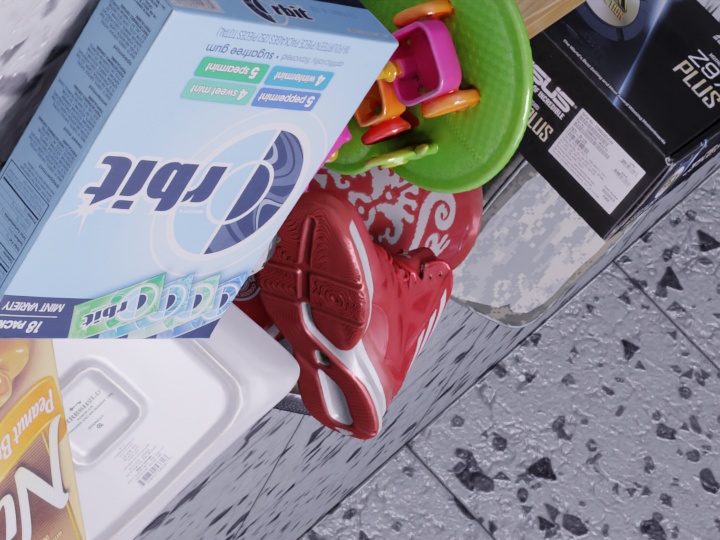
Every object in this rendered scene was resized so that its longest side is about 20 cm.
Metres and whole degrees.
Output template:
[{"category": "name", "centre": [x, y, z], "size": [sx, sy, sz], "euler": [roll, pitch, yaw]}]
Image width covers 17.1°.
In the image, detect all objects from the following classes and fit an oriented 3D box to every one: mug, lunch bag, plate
[{"category": "mug", "centre": [-0.037, -0.014, 1.584], "size": [0.200, 0.133, 0.178], "euler": [-27, 159, -51]}, {"category": "lunch bag", "centre": [0.115, -0.079, 1.861], "size": [0.139, 0.168, 0.200], "euler": [26, 114, -36]}, {"category": "plate", "centre": [-0.156, 0.075, 1.339], "size": [0.200, 0.200, 0.032], "euler": [-44, -146, 2]}]

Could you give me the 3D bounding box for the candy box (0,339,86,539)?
[{"category": "candy box", "centre": [-0.208, 0.104, 1.248], "size": [0.115, 0.055, 0.201], "euler": [-34, 127, -43]}]

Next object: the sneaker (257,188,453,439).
[{"category": "sneaker", "centre": [0.000, 0.000, 1.468], "size": [0.116, 0.078, 0.201], "euler": [-56, 156, -35]}]

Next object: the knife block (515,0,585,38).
[{"category": "knife block", "centre": [0.123, -0.196, 1.492], "size": [0.175, 0.064, 0.200], "euler": [-30, 176, -22]}]

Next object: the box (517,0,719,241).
[{"category": "box", "centre": [0.157, -0.142, 1.613], "size": [0.164, 0.200, 0.086], "euler": [-33, 166, -48]}]

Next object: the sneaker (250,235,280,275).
[{"category": "sneaker", "centre": [-0.129, -0.004, 1.438], "size": [0.090, 0.067, 0.200], "euler": [-7, 168, -30]}]

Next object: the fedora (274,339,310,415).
[{"category": "fedora", "centre": [-0.067, 0.045, 1.719], "size": [0.201, 0.199, 0.092], "euler": [9, 94, -78]}]

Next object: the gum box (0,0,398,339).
[{"category": "gum box", "centre": [-0.094, -0.053, 1.189], "size": [0.169, 0.045, 0.200], "euler": [2, 129, -52]}]

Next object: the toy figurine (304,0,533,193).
[{"category": "toy figurine", "centre": [-0.034, -0.096, 1.350], "size": [0.183, 0.151, 0.199], "euler": [-16, 178, -43]}]
